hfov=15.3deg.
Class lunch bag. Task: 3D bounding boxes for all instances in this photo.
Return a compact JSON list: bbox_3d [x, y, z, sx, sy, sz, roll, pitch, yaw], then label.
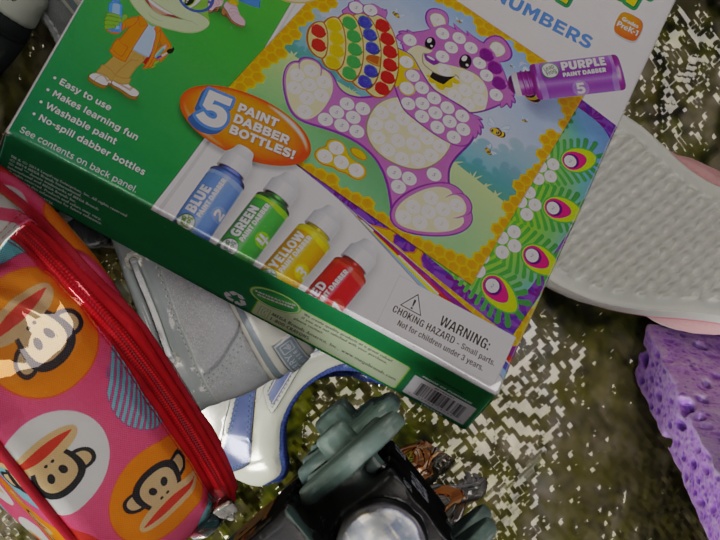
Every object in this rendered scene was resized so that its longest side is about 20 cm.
[{"bbox_3d":[-0.134,0.032,0.978,0.082,0.200,0.176,-42,136,-13],"label":"lunch bag"}]

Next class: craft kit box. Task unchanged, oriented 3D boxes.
[{"bbox_3d":[-0.003,-0.074,0.993,0.199,0.049,0.198,27,62,-4],"label":"craft kit box"}]

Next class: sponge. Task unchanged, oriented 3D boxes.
[{"bbox_3d":[0.191,0.092,1.090,0.111,0.200,0.030,2,124,-16],"label":"sponge"}]

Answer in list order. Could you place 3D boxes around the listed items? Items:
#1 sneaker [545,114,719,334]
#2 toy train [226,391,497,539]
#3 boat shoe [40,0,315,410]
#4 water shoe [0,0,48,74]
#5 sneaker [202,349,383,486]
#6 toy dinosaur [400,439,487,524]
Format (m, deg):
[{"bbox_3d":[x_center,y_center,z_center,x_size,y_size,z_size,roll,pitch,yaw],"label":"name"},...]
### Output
[{"bbox_3d":[0.108,-0.018,1.100,0.199,0.105,0.076,18,87,-21],"label":"sneaker"},{"bbox_3d":[-0.012,0.107,0.979,0.114,0.200,0.085,-39,91,1],"label":"toy train"},{"bbox_3d":[-0.090,-0.034,1.032,0.071,0.070,0.201,-30,64,0],"label":"boat shoe"},{"bbox_3d":[-0.216,-0.137,1.025,0.200,0.072,0.079,34,97,-5],"label":"water shoe"},{"bbox_3d":[0.000,0.000,1.083,0.088,0.075,0.200,44,88,2],"label":"sneaker"},{"bbox_3d":[0.003,0.173,1.092,0.135,0.102,0.201,27,97,8],"label":"toy dinosaur"}]
